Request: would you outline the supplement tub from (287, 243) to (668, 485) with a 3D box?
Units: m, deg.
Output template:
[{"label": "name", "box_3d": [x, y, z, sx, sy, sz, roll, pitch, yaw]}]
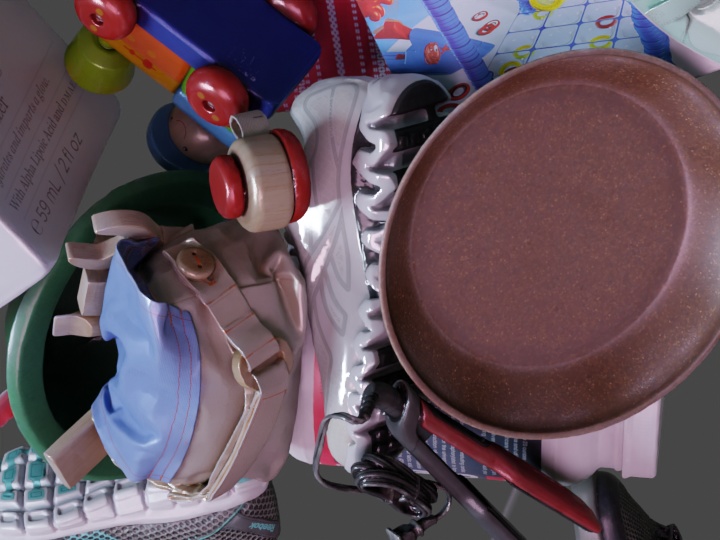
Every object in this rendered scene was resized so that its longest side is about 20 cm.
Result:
[{"label": "supplement tub", "box_3d": [0.061, 0.039, 1.580, 0.199, 0.141, 0.141, 5, 126, 7]}]

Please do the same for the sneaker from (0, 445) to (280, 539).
[{"label": "sneaker", "box_3d": [-0.137, 0.147, 1.735, 0.199, 0.078, 0.091, -6, 128, 16]}]

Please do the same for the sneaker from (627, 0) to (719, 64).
[{"label": "sneaker", "box_3d": [0.131, -0.138, 1.362, 0.200, 0.118, 0.074, 39, 117, -12]}]

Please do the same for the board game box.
[{"label": "board game box", "box_3d": [0.088, -0.173, 1.453, 0.199, 0.056, 0.196, -19, 113, 21]}]

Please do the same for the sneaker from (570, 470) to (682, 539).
[{"label": "sneaker", "box_3d": [0.190, 0.177, 1.699, 0.114, 0.076, 0.200, -17, 123, 18]}]

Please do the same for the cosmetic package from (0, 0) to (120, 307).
[{"label": "cosmetic package", "box_3d": [-0.260, -0.074, 1.539, 0.165, 0.165, 0.200, -31, 114, 27]}]

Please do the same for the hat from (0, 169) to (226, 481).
[{"label": "hat", "box_3d": [-0.165, 0.010, 1.626, 0.165, 0.176, 0.200, 27, 93, -44]}]

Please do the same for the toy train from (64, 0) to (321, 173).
[{"label": "toy train", "box_3d": [-0.125, -0.134, 1.535, 0.200, 0.085, 0.116, 38, 146, 0]}]

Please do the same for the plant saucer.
[{"label": "plant saucer", "box_3d": [0.097, -0.016, 1.457, 0.200, 0.037, 0.201, -8, 114, -19]}]

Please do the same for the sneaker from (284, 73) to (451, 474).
[{"label": "sneaker", "box_3d": [0.000, 0.000, 1.488, 0.081, 0.075, 0.201, 9, 100, 34]}]

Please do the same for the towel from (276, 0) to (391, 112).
[{"label": "towel", "box_3d": [0.039, -0.143, 1.529, 0.199, 0.023, 0.145, 0, 124, 10]}]

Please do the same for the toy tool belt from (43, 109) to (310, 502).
[{"label": "toy tool belt", "box_3d": [-0.093, 0.024, 1.476, 0.122, 0.125, 0.201, -10, 132, -20]}]

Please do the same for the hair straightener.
[{"label": "hair straightener", "box_3d": [0.040, 0.113, 1.486, 0.077, 0.041, 0.200, -49, 138, 6]}]
